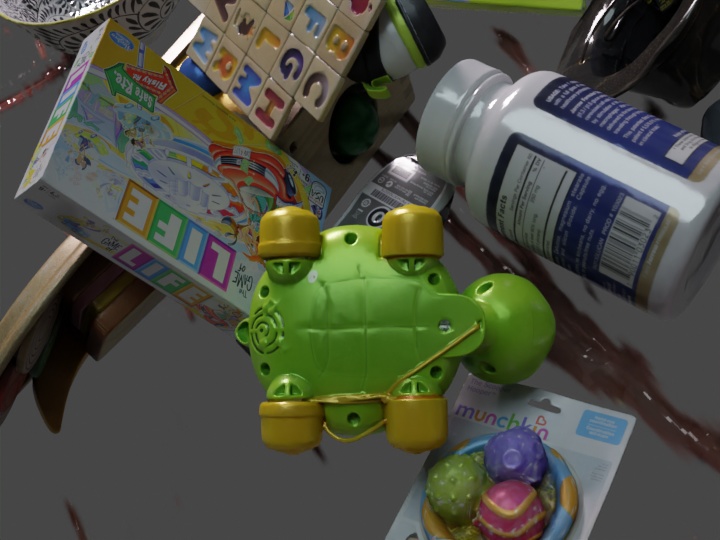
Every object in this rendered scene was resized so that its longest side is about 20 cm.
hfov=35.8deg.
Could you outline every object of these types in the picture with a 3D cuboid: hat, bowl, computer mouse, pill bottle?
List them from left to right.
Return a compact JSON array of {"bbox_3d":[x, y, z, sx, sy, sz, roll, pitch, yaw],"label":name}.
[{"bbox_3d":[-0.243,-0.266,1.070,0.198,0.095,0.202,-11,48,12],"label":"bowl"},{"bbox_3d":[0.000,0.000,0.794,0.200,0.044,0.109,-46,46,-12],"label":"computer mouse"},{"bbox_3d":[0.138,-0.061,0.724,0.199,0.111,0.111,31,66,24],"label":"pill bottle"},{"bbox_3d":[0.221,-0.166,0.809,0.201,0.081,0.201,-46,16,17],"label":"hat"}]

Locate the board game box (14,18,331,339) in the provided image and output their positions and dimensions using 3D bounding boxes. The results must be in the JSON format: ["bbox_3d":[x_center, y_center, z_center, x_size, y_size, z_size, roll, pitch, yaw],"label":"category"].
[{"bbox_3d":[-0.111,-0.050,0.726,0.034,0.199,0.136,-24,42,41],"label":"board game box"}]

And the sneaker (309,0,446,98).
[{"bbox_3d":[-0.016,-0.203,0.777,0.082,0.072,0.201,-33,57,7],"label":"sneaker"}]

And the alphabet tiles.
[{"bbox_3d":[-0.057,-0.195,0.780,0.200,0.006,0.167,46,114,38],"label":"alphabet tiles"}]

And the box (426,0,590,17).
[{"bbox_3d":[0.097,-0.280,0.931,0.198,0.048,0.124,8,95,16],"label":"box"}]

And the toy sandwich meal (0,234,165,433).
[{"bbox_3d":[-0.185,0.033,0.770,0.070,0.205,0.206,36,64,-3],"label":"toy sandwich meal"}]

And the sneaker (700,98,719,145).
[{"bbox_3d":[0.276,-0.064,0.712,0.074,0.088,0.201,-20,48,3],"label":"sneaker"}]

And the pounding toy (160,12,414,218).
[{"bbox_3d":[-0.048,-0.156,0.872,0.198,0.143,0.185,19,60,31],"label":"pounding toy"}]

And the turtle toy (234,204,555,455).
[{"bbox_3d":[0.021,0.037,0.687,0.197,0.101,0.148,-1,84,6],"label":"turtle toy"}]

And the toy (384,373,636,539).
[{"bbox_3d":[0.071,0.141,0.642,0.114,0.047,0.201,13,58,28],"label":"toy"}]
